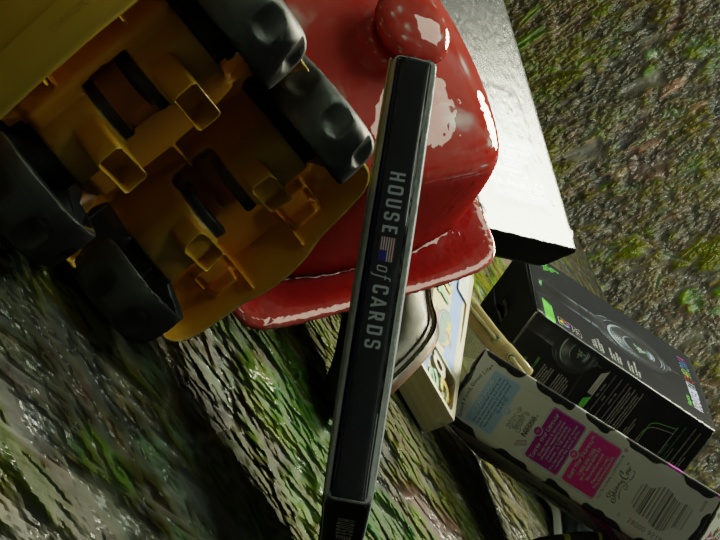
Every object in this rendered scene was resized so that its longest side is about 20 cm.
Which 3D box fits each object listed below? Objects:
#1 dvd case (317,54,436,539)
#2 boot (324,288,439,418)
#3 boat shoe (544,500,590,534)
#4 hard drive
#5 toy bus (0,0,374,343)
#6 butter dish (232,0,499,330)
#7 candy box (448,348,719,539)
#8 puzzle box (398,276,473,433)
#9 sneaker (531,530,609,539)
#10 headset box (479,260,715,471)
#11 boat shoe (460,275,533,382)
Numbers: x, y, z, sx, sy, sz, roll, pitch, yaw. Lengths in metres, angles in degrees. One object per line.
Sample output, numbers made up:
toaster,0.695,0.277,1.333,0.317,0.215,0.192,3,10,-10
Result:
dvd case,0.006,0.025,0.937,0.150,0.024,0.202,96,3,-71
boot,0.000,0.000,1.198,0.097,0.074,0.201,56,30,-20
boat shoe,0.195,0.219,1.694,0.076,0.060,0.201,54,12,-35
hard drive,0.069,-0.108,1.290,0.139,0.033,0.202,10,61,-58
toy bus,-0.109,-0.090,0.839,0.192,0.135,0.200,49,0,32
butter dish,-0.004,-0.095,1.094,0.199,0.148,0.201,-14,70,-39
candy box,0.164,0.144,1.448,0.199,0.061,0.136,31,-7,21
puzzle box,0.034,0.005,1.443,0.134,0.025,0.201,59,20,-23
sneaker,0.167,0.249,1.492,0.200,0.075,0.077,41,43,-57
headset box,0.186,0.085,1.751,0.199,0.093,0.174,33,16,-9
boat shoe,0.079,0.020,1.631,0.073,0.063,0.202,51,14,-46
